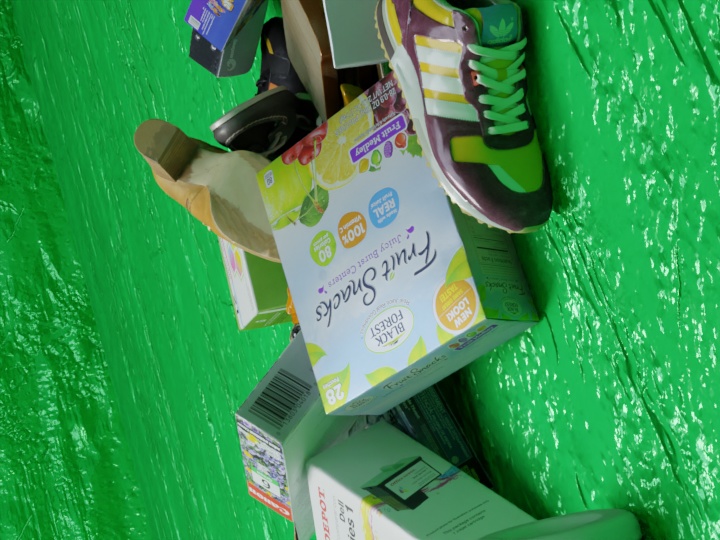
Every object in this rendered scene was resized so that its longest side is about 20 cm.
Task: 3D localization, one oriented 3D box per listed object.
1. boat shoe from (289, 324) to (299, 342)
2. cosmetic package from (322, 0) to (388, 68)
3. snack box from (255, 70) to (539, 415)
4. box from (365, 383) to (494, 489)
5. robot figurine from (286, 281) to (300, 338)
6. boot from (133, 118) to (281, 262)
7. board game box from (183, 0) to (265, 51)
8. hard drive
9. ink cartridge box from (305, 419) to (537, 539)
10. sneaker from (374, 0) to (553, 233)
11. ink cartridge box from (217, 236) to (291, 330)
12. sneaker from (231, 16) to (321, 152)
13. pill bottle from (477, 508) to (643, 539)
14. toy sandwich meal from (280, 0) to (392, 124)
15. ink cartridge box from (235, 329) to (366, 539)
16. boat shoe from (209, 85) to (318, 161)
[{"bbox_3d":[-0.038,0.063,1.606,0.072,0.064,0.201,-119,19,-45],"label":"boat shoe"},{"bbox_3d":[-0.003,-0.249,1.218,0.151,0.051,0.202,-57,-42,-80],"label":"cosmetic package"},{"bbox_3d":[0.022,-0.019,1.222,0.168,0.067,0.202,-34,66,37],"label":"snack box"},{"bbox_3d":[0.033,0.140,1.409,0.138,0.040,0.200,61,162,3],"label":"box"},{"bbox_3d":[0.000,0.000,1.355,0.200,0.058,0.147,-13,73,60],"label":"robot figurine"},{"bbox_3d":[-0.092,-0.051,1.407,0.201,0.071,0.144,34,175,26],"label":"boot"},{"bbox_3d":[-0.075,-0.275,1.401,0.045,0.135,0.200,39,162,-3],"label":"board game box"},{"bbox_3d":[-0.118,-0.290,1.612,0.135,0.042,0.202,-140,59,-65],"label":"hard drive"},{"bbox_3d":[0.052,0.225,1.282,0.199,0.084,0.146,29,134,48],"label":"ink cartridge box"},{"bbox_3d":[0.076,-0.122,1.090,0.201,0.074,0.090,63,143,16],"label":"sneaker"},{"bbox_3d":[-0.089,-0.034,1.706,0.200,0.075,0.149,136,122,-73],"label":"ink cartridge box"},{"bbox_3d":[-0.082,-0.139,1.587,0.070,0.089,0.202,149,109,-73],"label":"sneaker"},{"bbox_3d":[0.140,0.258,1.056,0.112,0.111,0.202,159,99,-74],"label":"pill bottle"},{"bbox_3d":[-0.024,-0.159,1.410,0.205,0.070,0.207,169,90,-74],"label":"toy sandwich meal"},{"bbox_3d":[-0.044,0.135,1.357,0.050,0.109,0.201,29,152,19],"label":"ink cartridge box"},{"bbox_3d":[-0.069,-0.119,1.461,0.057,0.067,0.200,57,-164,3],"label":"boat shoe"}]
